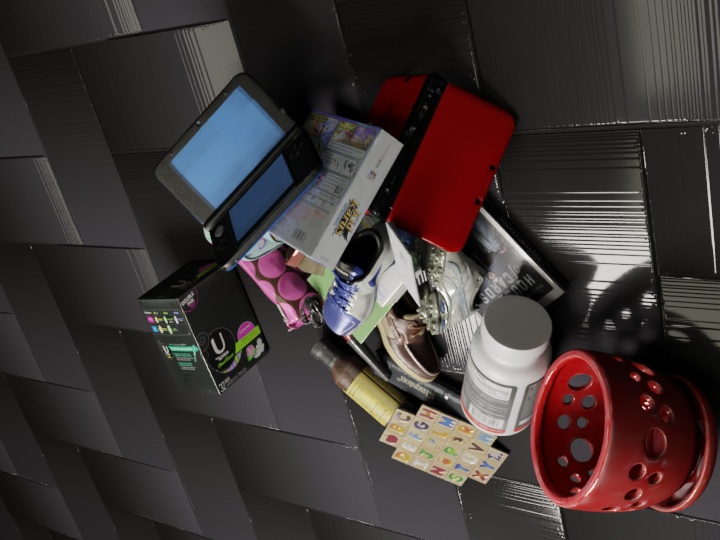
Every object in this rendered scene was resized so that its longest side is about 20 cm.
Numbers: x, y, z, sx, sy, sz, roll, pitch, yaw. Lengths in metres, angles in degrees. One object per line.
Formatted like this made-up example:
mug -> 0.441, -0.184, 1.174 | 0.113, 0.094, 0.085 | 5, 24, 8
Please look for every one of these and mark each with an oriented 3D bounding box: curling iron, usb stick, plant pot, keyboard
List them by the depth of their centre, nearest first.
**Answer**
plant pot -> 0.344, 0.212, 1.126 | 0.180, 0.202, 0.201 | 9, 134, -13
keyboard -> 0.059, -0.005, 1.158 | 0.057, 0.011, 0.200 | 62, 177, 21
curling iron -> -0.023, 0.113, 1.418 | 0.200, 0.050, 0.026 | 42, 173, -17
usb stick -> 0.106, 0.191, 1.435 | 0.199, 0.033, 0.056 | 27, 132, 21

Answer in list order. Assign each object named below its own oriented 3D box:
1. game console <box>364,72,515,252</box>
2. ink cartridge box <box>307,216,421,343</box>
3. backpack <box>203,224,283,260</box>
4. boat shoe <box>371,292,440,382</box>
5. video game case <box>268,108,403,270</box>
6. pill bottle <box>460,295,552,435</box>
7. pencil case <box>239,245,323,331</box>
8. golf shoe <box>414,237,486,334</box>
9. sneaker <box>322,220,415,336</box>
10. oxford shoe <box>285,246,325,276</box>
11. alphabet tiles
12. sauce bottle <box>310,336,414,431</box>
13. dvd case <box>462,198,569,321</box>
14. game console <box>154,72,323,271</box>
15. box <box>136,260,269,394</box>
game console -> 0.079, -0.143, 1.151 | 0.118, 0.202, 0.172 | 29, 172, -33
ink cartridge box -> 0.000, 0.000, 1.326 | 0.146, 0.048, 0.200 | 49, 120, 17
backpack -> -0.154, -0.118, 1.325 | 0.150, 0.177, 0.202 | 26, 124, 23
boat shoe -> 0.073, 0.082, 1.364 | 0.072, 0.072, 0.201 | -30, 91, 45
video game case -> -0.049, -0.113, 1.151 | 0.045, 0.182, 0.200 | 28, -179, -33
pill bottle -> 0.209, 0.136, 1.237 | 0.115, 0.116, 0.201 | 27, 143, 20
pencil case -> -0.148, 0.005, 1.461 | 0.200, 0.094, 0.091 | 46, 153, 5
golf shoe -> 0.129, -0.007, 1.220 | 0.079, 0.096, 0.201 | -122, 23, -46
sneaker -> -0.013, 0.005, 1.237 | 0.081, 0.115, 0.200 | 44, 119, 21
oxford shoe -> -0.036, -0.063, 1.269 | 0.074, 0.071, 0.200 | 27, 138, -16
alphabet tiles -> 0.137, 0.293, 1.450 | 0.198, 0.006, 0.167 | 23, 135, -1
sauce bottle -> 0.001, 0.191, 1.496 | 0.200, 0.065, 0.065 | 41, 135, 10
dvd case -> 0.181, -0.009, 1.249 | 0.200, 0.025, 0.150 | 47, 136, 3
game console -> -0.168, -0.133, 1.160 | 0.118, 0.171, 0.200 | 36, 106, -32
box -> -0.286, 0.102, 1.594 | 0.123, 0.148, 0.202 | -2, 116, 39
